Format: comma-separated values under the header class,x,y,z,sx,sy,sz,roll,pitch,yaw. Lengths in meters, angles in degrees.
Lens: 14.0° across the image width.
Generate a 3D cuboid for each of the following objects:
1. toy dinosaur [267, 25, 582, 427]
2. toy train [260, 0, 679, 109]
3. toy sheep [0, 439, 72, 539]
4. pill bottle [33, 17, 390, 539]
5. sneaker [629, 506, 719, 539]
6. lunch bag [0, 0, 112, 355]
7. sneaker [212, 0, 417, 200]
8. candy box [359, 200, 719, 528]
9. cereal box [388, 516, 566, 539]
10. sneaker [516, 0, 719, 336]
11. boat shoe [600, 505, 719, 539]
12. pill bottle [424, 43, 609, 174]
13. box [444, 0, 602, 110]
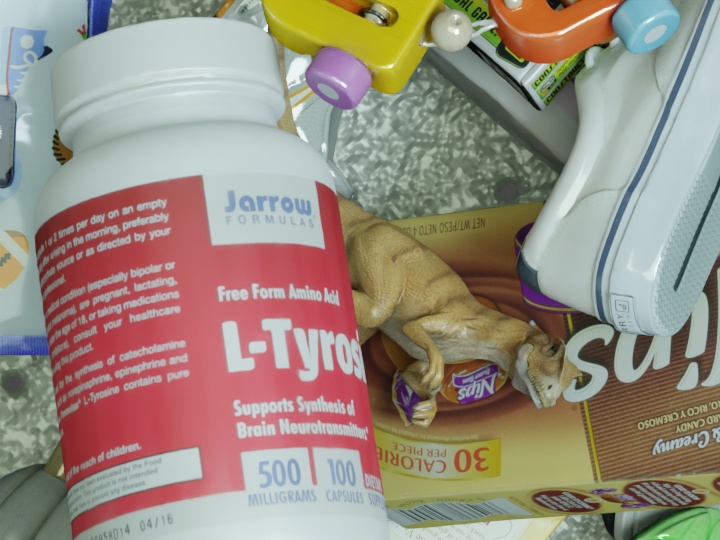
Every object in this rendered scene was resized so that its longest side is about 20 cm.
class,x,y,z,sx,sy,sz,roll,pitch,yaw
toy dinosaur,0.000,0.000,1.137,0.106,0.060,0.200,-45,70,-6
toy train,0.023,-0.130,1.082,0.150,0.056,0.200,-33,65,-8
toy sheep,-0.094,0.128,1.137,0.199,0.138,0.138,28,90,20
pill bottle,-0.057,0.018,1.051,0.112,0.112,0.201,-10,76,1
sneaker,0.083,0.171,1.187,0.200,0.084,0.077,-48,112,-5
lunch bag,-0.188,-0.051,1.152,0.199,0.124,0.171,2,92,27
sneaker,-0.055,-0.038,1.203,0.092,0.076,0.200,40,92,-4
candy box,0.098,0.032,1.133,0.199,0.056,0.117,-7,72,25
cereal box,-0.031,0.130,1.214,0.144,0.040,0.200,41,91,3
sneaker,0.117,-0.073,1.091,0.071,0.073,0.201,17,68,27
boat shoe,0.136,0.019,1.201,0.060,0.074,0.201,29,108,42
pill bottle,0.119,-0.139,1.178,0.112,0.112,0.200,41,90,2
box,0.033,-0.166,1.132,0.200,0.035,0.110,42,91,21
